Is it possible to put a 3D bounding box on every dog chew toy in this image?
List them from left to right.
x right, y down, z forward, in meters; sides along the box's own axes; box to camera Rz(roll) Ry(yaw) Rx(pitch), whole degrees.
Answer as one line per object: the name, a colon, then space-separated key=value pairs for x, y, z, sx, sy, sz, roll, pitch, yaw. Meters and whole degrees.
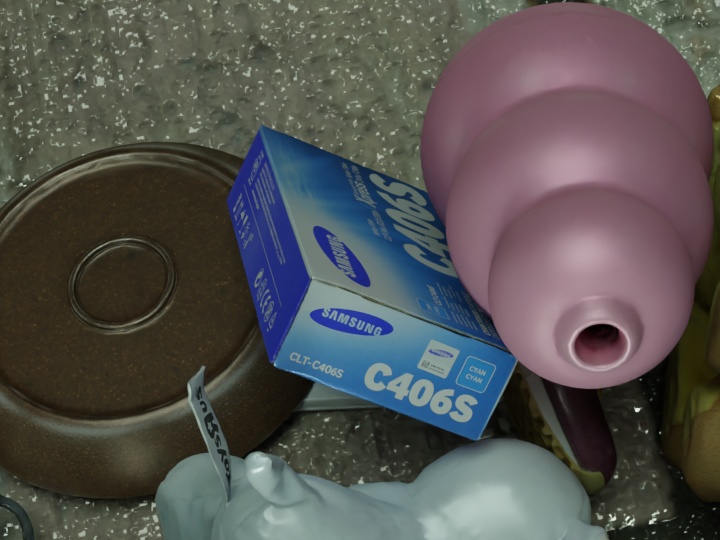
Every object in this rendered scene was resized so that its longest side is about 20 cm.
dog chew toy: x=0.088 y=-0.025 z=0.853 sx=0.124 sy=0.125 sz=0.200 roll=-9 pitch=32 yaw=5

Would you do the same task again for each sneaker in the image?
sneaker: x=0.097 y=0.005 z=0.967 sx=0.090 sy=0.075 sz=0.200 roll=-16 pitch=60 yaw=-4

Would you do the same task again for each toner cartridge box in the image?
toner cartridge box: x=0.000 y=0.000 z=0.920 sx=0.095 sy=0.200 sz=0.043 roll=20 pitch=107 yaw=-16

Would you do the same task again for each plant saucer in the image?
plant saucer: x=-0.112 y=0.013 z=1.019 sx=0.200 sy=0.035 sz=0.201 roll=-5 pitch=57 yaw=8

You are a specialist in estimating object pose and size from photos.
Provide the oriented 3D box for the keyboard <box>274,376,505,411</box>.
keyboard: x=-0.030 y=0.041 z=1.012 sx=0.200 sy=0.011 sz=0.056 roll=-3 pitch=57 yaw=8

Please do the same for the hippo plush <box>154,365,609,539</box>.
hippo plush: x=0.010 y=0.116 z=0.891 sx=0.161 sy=0.200 sz=0.159 roll=-13 pitch=25 yaw=-19

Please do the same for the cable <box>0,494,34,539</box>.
cable: x=-0.239 y=0.182 z=0.957 sx=0.200 sy=0.051 sz=0.163 roll=-7 pitch=66 yaw=3

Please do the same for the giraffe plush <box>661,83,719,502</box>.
giraffe plush: x=0.223 y=0.015 z=0.914 sx=0.162 sy=0.173 sz=0.200 roll=8 pitch=23 yaw=1
